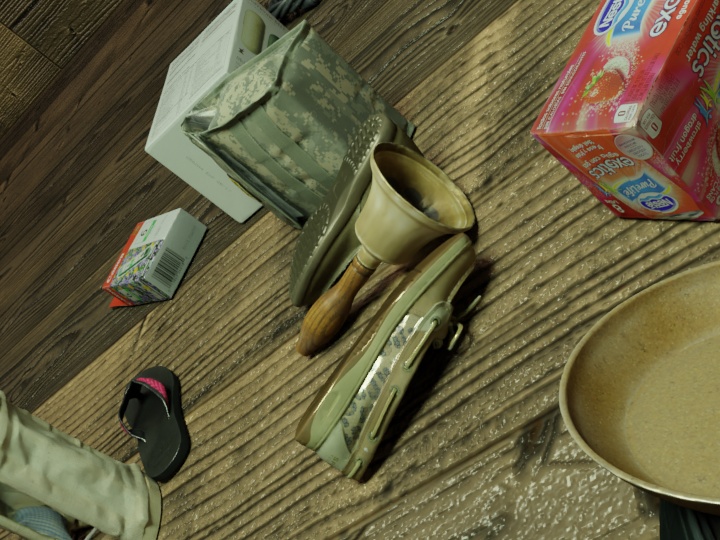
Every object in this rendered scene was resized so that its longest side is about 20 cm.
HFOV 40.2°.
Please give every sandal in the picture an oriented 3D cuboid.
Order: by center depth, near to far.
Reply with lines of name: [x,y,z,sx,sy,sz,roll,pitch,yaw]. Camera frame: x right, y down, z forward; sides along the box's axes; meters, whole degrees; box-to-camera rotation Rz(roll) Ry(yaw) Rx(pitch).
sandal: [-0.225,0.149,1.043,0.075,0.045,0.200,-52,28,2]

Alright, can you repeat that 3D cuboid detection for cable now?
cable: [-0.079,-0.466,1.528,0.163,0.051,0.202,-27,39,48]

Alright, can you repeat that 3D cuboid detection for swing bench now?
swing bench: [-0.325,0.218,0.954,0.199,0.198,0.131,-36,32,27]

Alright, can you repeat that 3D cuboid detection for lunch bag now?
lunch bag: [-0.076,-0.128,1.001,0.199,0.164,0.118,-22,37,45]

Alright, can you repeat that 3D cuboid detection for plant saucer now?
plant saucer: [0.193,0.052,0.454,0.198,0.036,0.201,-19,23,8]

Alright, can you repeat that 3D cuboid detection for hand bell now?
hand bell: [0.000,0.000,0.850,0.201,0.103,0.105,-53,25,28]

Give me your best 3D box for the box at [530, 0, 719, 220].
box: [0.212,-0.142,0.643,0.095,0.099,0.201,7,64,59]

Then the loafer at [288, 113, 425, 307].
loafer: [-0.005,-0.044,0.907,0.201,0.067,0.076,-59,20,24]

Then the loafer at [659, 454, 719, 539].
loafer: [0.177,0.146,0.424,0.071,0.074,0.201,-5,32,4]

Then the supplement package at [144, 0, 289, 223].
supplement package: [-0.145,-0.201,1.204,0.150,0.151,0.201,-37,32,27]

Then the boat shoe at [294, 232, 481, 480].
boat shoe: [0.031,0.062,0.747,0.201,0.062,0.073,-53,2,-4]

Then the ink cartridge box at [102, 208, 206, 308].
ink cartridge box: [-0.292,-0.012,1.324,0.199,0.050,0.110,-10,50,52]
